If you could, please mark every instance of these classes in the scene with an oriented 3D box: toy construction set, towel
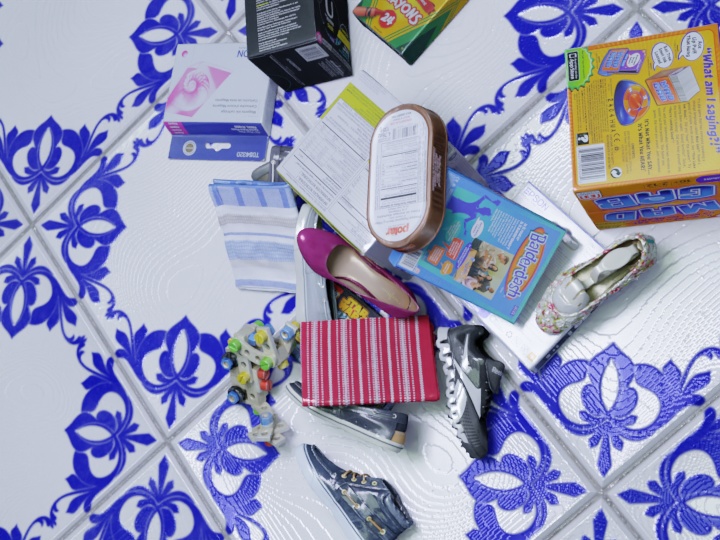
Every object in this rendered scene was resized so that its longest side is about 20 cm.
[{"bbox_3d":[-0.149,0.164,1.649,0.130,0.092,0.202,9,106,29],"label":"toy construction set"},{"bbox_3d":[-0.153,-0.050,1.683,0.146,0.201,0.024,4,36,22],"label":"towel"},{"bbox_3d":[0.013,0.131,1.562,0.198,0.023,0.145,-2,53,-2],"label":"towel"}]

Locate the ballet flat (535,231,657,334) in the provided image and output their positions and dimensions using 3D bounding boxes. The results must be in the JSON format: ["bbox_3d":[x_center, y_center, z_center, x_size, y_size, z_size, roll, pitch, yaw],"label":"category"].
[{"bbox_3d":[0.316,0.011,1.480,0.200,0.064,0.076,-40,70,10],"label":"ballet flat"}]

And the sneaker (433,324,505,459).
[{"bbox_3d":[0.167,0.166,1.547,0.090,0.066,0.201,-18,69,20],"label":"sneaker"}]

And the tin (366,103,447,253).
[{"bbox_3d":[0.060,-0.124,1.442,0.111,0.042,0.202,-9,74,42],"label":"tin"}]

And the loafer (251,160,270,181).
[{"bbox_3d":[-0.079,-0.168,1.735,0.199,0.075,0.070,-24,92,25],"label":"loafer"}]

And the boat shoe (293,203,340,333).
[{"bbox_3d":[-0.058,0.001,1.625,0.071,0.070,0.203,1,97,13],"label":"boat shoe"}]

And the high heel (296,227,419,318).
[{"bbox_3d":[0.000,0.000,1.557,0.068,0.199,0.096,-62,24,-9],"label":"high heel"}]

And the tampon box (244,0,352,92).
[{"bbox_3d":[-0.101,-0.420,1.751,0.125,0.150,0.202,-10,74,21],"label":"tampon box"}]

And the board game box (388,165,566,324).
[{"bbox_3d":[0.161,-0.035,1.484,0.199,0.045,0.153,26,100,-17],"label":"board game box"}]

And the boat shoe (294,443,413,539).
[{"bbox_3d":[-0.009,0.318,1.587,0.091,0.071,0.201,-40,73,8],"label":"boat shoe"}]

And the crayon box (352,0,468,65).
[{"bbox_3d":[0.098,-0.446,1.730,0.200,0.051,0.127,-48,65,5],"label":"crayon box"}]

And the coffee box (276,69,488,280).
[{"bbox_3d":[0.036,-0.134,1.599,0.200,0.200,0.198,43,96,23],"label":"coffee box"}]

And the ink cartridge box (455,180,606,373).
[{"bbox_3d":[0.248,0.008,1.563,0.200,0.043,0.198,-47,67,7],"label":"ink cartridge box"}]

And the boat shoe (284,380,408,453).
[{"bbox_3d":[-0.018,0.199,1.572,0.199,0.075,0.063,21,87,22],"label":"boat shoe"}]

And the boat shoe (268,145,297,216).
[{"bbox_3d":[-0.132,-0.109,1.692,0.062,0.073,0.201,17,124,-3],"label":"boat shoe"}]

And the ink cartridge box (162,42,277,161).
[{"bbox_3d":[-0.238,-0.288,1.838,0.195,0.043,0.202,3,77,23],"label":"ink cartridge box"}]

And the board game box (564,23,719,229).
[{"bbox_3d":[0.397,-0.185,1.461,0.198,0.200,0.202,-6,75,21],"label":"board game box"}]

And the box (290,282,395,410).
[{"bbox_3d":[-0.010,0.123,1.646,0.200,0.040,0.137,39,93,25],"label":"box"}]
